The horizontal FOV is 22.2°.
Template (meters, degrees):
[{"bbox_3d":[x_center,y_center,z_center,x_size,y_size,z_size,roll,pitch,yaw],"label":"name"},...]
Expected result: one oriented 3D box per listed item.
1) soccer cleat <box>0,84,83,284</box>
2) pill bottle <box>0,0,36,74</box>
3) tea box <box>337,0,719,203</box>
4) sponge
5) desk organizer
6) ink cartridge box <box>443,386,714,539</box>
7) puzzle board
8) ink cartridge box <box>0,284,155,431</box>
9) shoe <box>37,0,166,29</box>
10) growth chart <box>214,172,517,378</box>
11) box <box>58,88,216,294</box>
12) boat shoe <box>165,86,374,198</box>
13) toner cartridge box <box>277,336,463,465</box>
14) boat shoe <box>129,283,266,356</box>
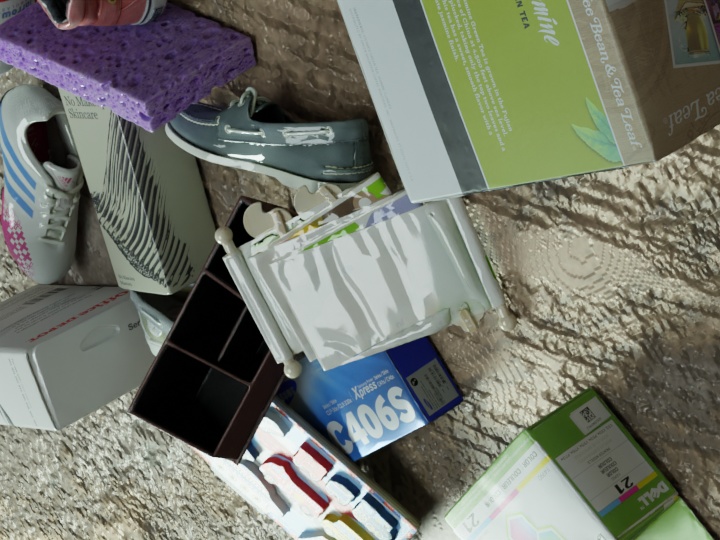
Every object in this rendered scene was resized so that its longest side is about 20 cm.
[{"bbox_3d":[-0.286,-0.070,1.669,0.086,0.070,0.201,22,128,40],"label":"soccer cleat"},{"bbox_3d":[-0.328,-0.267,1.556,0.112,0.112,0.200,38,138,27],"label":"pill bottle"},{"bbox_3d":[0.133,-0.141,1.026,0.196,0.200,0.134,-7,107,50],"label":"tea box"},{"bbox_3d":[-0.191,-0.177,1.453,0.200,0.111,0.030,26,142,37],"label":"sponge"},{"bbox_3d":[-0.095,0.047,1.432,0.072,0.077,0.201,33,100,30],"label":"desk organizer"},{"bbox_3d":[0.173,0.207,1.308,0.200,0.076,0.148,51,142,15],"label":"ink cartridge box"},{"bbox_3d":[-0.054,0.178,1.532,0.200,0.017,0.151,41,143,5],"label":"puzzle board"},{"bbox_3d":[-0.291,0.078,1.707,0.200,0.145,0.084,1,114,50],"label":"ink cartridge box"},{"bbox_3d":[-0.224,-0.281,1.421,0.071,0.091,0.201,-30,78,50],"label":"shoe"},{"bbox_3d":[0.000,0.000,1.342,0.199,0.018,0.145,-15,101,18],"label":"growth chart"},{"bbox_3d":[-0.185,-0.085,1.542,0.082,0.068,0.201,5,117,48],"label":"box"},{"bbox_3d":[-0.069,-0.108,1.401,0.200,0.073,0.062,21,114,37],"label":"boat shoe"},{"bbox_3d":[-0.007,0.101,1.477,0.095,0.043,0.200,60,143,3],"label":"toner cartridge box"},{"bbox_3d":[-0.129,0.038,1.551,0.202,0.074,0.065,4,130,56],"label":"boat shoe"}]
